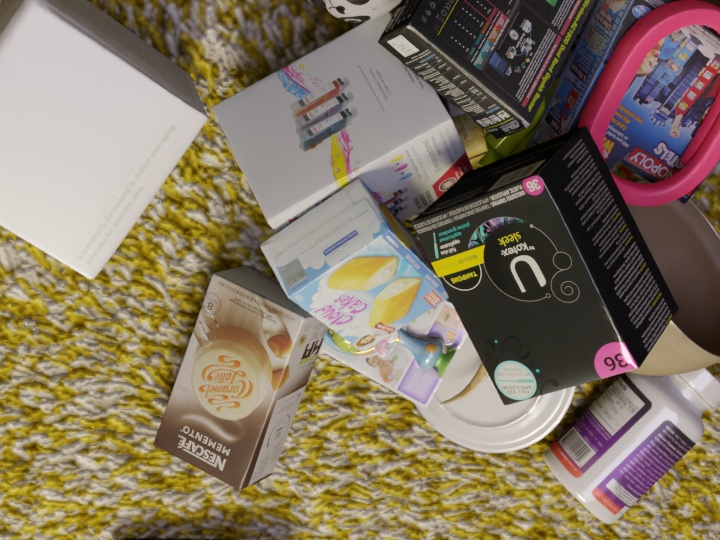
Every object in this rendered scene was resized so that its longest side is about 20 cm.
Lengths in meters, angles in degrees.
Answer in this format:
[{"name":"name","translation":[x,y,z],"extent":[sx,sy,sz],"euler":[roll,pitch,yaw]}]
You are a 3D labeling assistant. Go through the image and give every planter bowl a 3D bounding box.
[{"name":"planter bowl","translation":[0.283,0.024,1.593],"extent":[0.200,0.200,0.135],"euler":[42,129,-22]}]

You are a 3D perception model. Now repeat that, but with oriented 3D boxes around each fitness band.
[{"name":"fitness band","translation":[0.285,-0.155,1.458],"extent":[0.143,0.037,0.200],"euler":[18,111,-22]}]

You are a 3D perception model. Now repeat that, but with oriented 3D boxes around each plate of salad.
[{"name":"plate of salad","translation":[0.138,0.095,1.669],"extent":[0.200,0.048,0.200],"euler":[4,99,24]}]

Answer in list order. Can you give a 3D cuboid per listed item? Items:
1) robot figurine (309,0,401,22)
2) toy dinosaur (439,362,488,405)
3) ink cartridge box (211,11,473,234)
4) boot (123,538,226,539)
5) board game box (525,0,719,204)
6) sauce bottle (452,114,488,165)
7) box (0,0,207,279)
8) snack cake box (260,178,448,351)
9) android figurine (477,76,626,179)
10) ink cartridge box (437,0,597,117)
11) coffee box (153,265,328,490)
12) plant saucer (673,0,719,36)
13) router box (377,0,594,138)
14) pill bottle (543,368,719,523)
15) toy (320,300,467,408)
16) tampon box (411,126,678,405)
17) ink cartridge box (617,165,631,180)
[{"name":"robot figurine","translation":[-0.037,-0.316,1.457],"extent":[0.200,0.150,0.125],"euler":[37,116,13]},{"name":"toy dinosaur","translation":[0.154,0.064,1.603],"extent":[0.058,0.101,0.200],"euler":[2,111,-40]},{"name":"ink cartridge box","translation":[-0.015,-0.121,1.516],"extent":[0.200,0.145,0.145],"euler":[-28,155,3]},{"name":"boot","translation":[-0.185,0.382,1.727],"extent":[0.211,0.079,0.158],"euler":[4,102,-2]},{"name":"board game box","translation":[0.265,-0.158,1.505],"extent":[0.200,0.062,0.200],"euler":[29,108,-29]},{"name":"sauce bottle","translation":[0.164,-0.160,1.614],"extent":[0.200,0.065,0.065],"euler":[-20,112,-5]},{"name":"box","translation":[-0.282,-0.142,1.470],"extent":[0.200,0.171,0.199],"euler":[34,100,-20]},{"name":"snack cake box","translation":[0.000,0.000,1.506],"extent":[0.115,0.067,0.200],"euler":[-34,154,8]},{"name":"android figurine","translation":[0.203,-0.116,1.580],"extent":[0.200,0.041,0.182],"euler":[-45,130,9]},{"name":"ink cartridge box","translation":[0.158,-0.257,1.566],"extent":[0.200,0.084,0.146],"euler":[-19,113,-5]},{"name":"coffee box","translation":[-0.121,0.110,1.621],"extent":[0.114,0.080,0.200],"euler":[25,105,18]},{"name":"plant saucer","translation":[0.326,-0.240,1.580],"extent":[0.200,0.032,0.200],"euler":[-6,99,-44]},{"name":"router box","translation":[0.127,-0.245,1.439],"extent":[0.150,0.062,0.200],"euler":[37,67,-18]},{"name":"pill bottle","translation":[0.310,0.176,1.740],"extent":[0.200,0.111,0.111],"euler":[-45,112,7]},{"name":"toy","translation":[0.008,0.053,1.638],"extent":[0.200,0.047,0.115],"euler":[28,102,-2]},{"name":"tampon box","translation":[0.171,-0.002,1.440],"extent":[0.150,0.126,0.200],"euler":[-21,103,37]},{"name":"ink cartridge box","translation":[0.219,-0.032,1.665],"extent":[0.162,0.057,0.200],"euler":[-9,125,-8]}]
